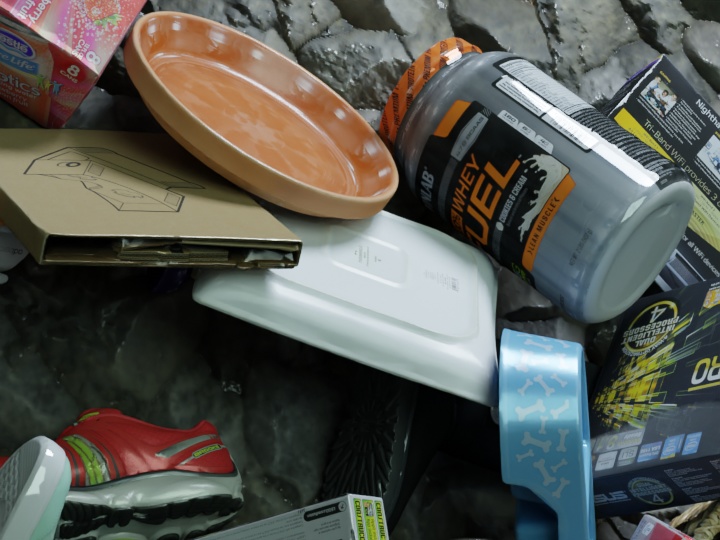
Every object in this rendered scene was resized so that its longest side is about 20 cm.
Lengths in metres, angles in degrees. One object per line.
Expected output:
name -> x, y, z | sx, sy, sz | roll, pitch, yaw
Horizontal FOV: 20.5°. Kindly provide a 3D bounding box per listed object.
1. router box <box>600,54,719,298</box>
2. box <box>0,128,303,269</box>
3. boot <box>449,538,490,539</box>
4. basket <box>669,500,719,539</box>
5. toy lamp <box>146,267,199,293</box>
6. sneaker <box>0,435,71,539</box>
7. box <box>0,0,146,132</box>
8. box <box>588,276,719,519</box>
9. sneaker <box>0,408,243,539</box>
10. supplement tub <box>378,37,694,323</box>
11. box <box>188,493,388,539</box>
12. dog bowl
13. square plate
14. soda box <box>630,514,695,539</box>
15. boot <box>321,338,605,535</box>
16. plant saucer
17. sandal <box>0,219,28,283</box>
router box -> 0.238, -0.036, 1.469 | 0.200, 0.052, 0.157 | 47, 56, -4
box -> -0.149, -0.046, 1.201 | 0.162, 0.200, 0.021 | 1, 111, -29
boot -> 0.048, 0.213, 1.207 | 0.202, 0.153, 0.074 | -15, 88, -32
basket -> 0.272, 0.208, 1.315 | 0.199, 0.149, 0.143 | -30, 79, -42
toy lamp -> -0.039, 0.011, 1.304 | 0.199, 0.058, 0.059 | 17, 64, -21
sneaker -> -0.169, 0.195, 1.116 | 0.117, 0.074, 0.202 | 16, 100, -21
box -> -0.179, -0.205, 1.290 | 0.102, 0.095, 0.201 | 35, 59, -12
box -> 0.235, 0.073, 1.275 | 0.049, 0.199, 0.162 | 42, 53, -26
sneaker -> -0.170, 0.123, 1.194 | 0.199, 0.077, 0.085 | 2, 49, -28
supplement tub -> 0.115, -0.065, 1.342 | 0.200, 0.123, 0.122 | 38, 53, 25
box -> -0.069, 0.204, 1.131 | 0.035, 0.199, 0.111 | 15, 61, -54
dog bowl -> 0.117, 0.130, 1.219 | 0.049, 0.201, 0.112 | -3, 26, 9
square plate -> 0.000, 0.000, 1.257 | 0.197, 0.029, 0.200 | 19, 25, -6
soda box -> 0.156, 0.251, 1.175 | 0.070, 0.063, 0.201 | 30, 88, -15
boot -> 0.080, 0.125, 1.320 | 0.199, 0.065, 0.166 | 18, 87, -37
plant saucer -> -0.066, -0.097, 1.291 | 0.199, 0.032, 0.201 | 28, 23, -13
sandal -> -0.224, -0.017, 1.207 | 0.206, 0.079, 0.060 | 7, 104, -41
